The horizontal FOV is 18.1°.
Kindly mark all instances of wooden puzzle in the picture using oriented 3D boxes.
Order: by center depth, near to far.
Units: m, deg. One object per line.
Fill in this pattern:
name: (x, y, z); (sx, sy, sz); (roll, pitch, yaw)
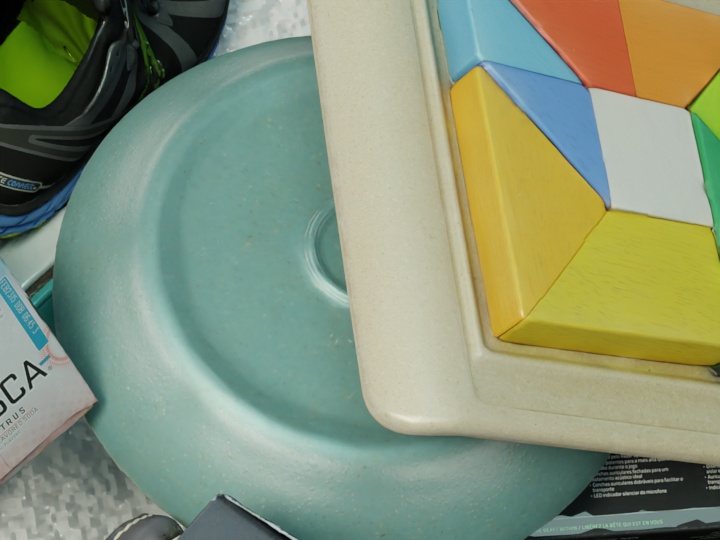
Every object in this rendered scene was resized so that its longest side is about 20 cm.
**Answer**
wooden puzzle: (0.084, -0.029, 0.727); (0.199, 0.037, 0.186); (6, 62, -28)

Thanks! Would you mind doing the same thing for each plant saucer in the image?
plant saucer: (0.000, 0.000, 0.736); (0.198, 0.036, 0.201); (4, 62, -7)

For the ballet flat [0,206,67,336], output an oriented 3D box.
ballet flat: (-0.143, 0.038, 0.809); (0.069, 0.070, 0.201); (33, 72, 6)

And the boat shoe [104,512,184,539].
boat shoe: (-0.128, 0.135, 0.724); (0.063, 0.073, 0.200); (49, 114, 12)

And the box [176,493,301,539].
box: (-0.029, 0.213, 0.664); (0.200, 0.197, 0.124); (-47, 45, -15)

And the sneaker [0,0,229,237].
sneaker: (-0.097, -0.093, 0.828); (0.070, 0.083, 0.200); (27, 45, 6)

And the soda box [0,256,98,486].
soda box: (-0.170, 0.007, 0.751); (0.064, 0.069, 0.200); (-42, 38, -16)

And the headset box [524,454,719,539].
headset box: (0.060, 0.010, 0.819); (0.173, 0.093, 0.202); (-4, 71, -7)
